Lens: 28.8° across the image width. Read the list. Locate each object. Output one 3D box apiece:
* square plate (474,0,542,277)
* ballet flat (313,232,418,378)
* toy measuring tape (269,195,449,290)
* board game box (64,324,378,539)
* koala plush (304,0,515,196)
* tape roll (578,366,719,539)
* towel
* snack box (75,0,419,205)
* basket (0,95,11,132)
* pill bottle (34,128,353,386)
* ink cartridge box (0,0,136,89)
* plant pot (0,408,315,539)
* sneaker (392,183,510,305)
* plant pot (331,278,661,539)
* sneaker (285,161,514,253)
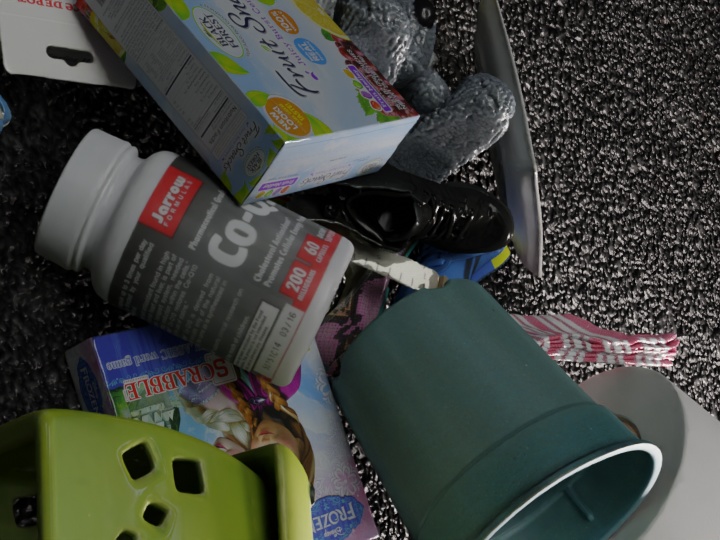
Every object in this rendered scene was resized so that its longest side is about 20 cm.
[{"bbox_3d":[0.132,-0.121,1.267,0.200,0.028,0.200,74,5,-62],"label":"square plate"},{"bbox_3d":[0.000,0.000,1.159,0.071,0.069,0.201,33,52,-8],"label":"ballet flat"},{"bbox_3d":[-0.030,-0.007,1.107,0.199,0.074,0.074,22,57,-13],"label":"toy measuring tape"},{"bbox_3d":[-0.096,0.130,1.023,0.199,0.041,0.201,-13,82,-44],"label":"board game box"},{"bbox_3d":[0.011,-0.170,1.195,0.177,0.184,0.201,33,31,-25],"label":"koala plush"},{"bbox_3d":[0.238,0.202,1.190,0.139,0.202,0.204,35,51,-26],"label":"tape roll"},{"bbox_3d":[0.166,0.053,1.231,0.199,0.146,0.030,6,95,-41],"label":"towel"},{"bbox_3d":[-0.079,-0.150,1.010,0.200,0.068,0.168,49,34,17],"label":"snack box"},{"bbox_3d":[-0.324,-0.111,0.845,0.177,0.139,0.200,61,35,-5],"label":"basket"},{"bbox_3d":[-0.115,-0.012,0.974,0.199,0.114,0.114,26,52,-2],"label":"pill bottle"},{"bbox_3d":[-0.239,-0.217,1.021,0.117,0.067,0.202,2,70,-44],"label":"ink cartridge box"},{"bbox_3d":[-0.134,0.196,0.825,0.180,0.200,0.201,6,71,-31],"label":"plant pot"},{"bbox_3d":[0.070,-0.014,1.202,0.200,0.065,0.079,-44,123,-54],"label":"sneaker"},{"bbox_3d":[0.089,0.125,1.061,0.199,0.201,0.197,-5,48,-44],"label":"plant pot"},{"bbox_3d":[0.036,-0.044,1.096,0.198,0.060,0.104,20,20,-15],"label":"sneaker"}]
